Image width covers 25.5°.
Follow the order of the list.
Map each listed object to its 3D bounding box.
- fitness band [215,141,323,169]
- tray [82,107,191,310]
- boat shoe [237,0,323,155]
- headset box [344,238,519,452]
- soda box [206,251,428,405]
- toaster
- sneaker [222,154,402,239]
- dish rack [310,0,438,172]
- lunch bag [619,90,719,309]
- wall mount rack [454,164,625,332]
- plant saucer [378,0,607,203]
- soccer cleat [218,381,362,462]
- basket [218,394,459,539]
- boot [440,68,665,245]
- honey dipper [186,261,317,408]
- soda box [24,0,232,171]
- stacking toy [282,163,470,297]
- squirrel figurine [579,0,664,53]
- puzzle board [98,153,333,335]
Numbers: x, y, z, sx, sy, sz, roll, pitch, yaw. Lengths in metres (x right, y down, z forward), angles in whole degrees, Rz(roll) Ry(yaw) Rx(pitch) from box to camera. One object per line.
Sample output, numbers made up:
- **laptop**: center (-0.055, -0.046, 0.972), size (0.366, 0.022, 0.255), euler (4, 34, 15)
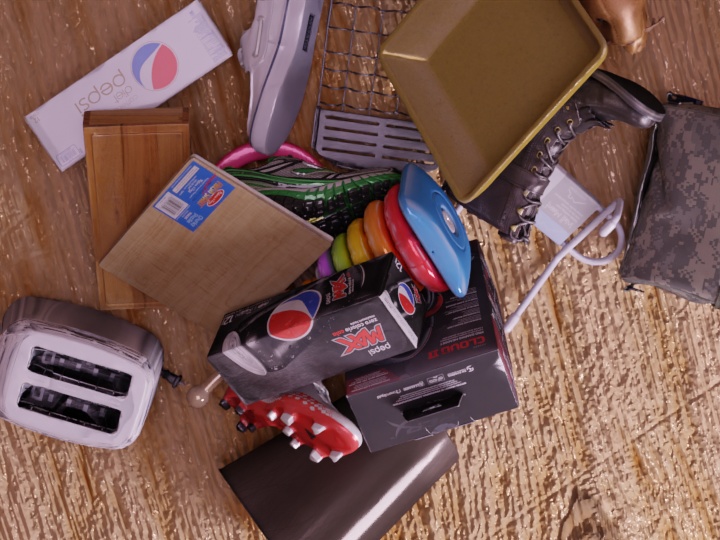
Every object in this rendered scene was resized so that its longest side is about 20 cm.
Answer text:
- **fitness band**: center (-0.087, -0.028, 1.568), size (0.142, 0.037, 0.203), euler (-10, 100, -4)
- **tray**: center (-0.207, -0.056, 1.511), size (0.097, 0.037, 0.202), euler (-2, 124, -5)
- **boat shoe**: center (-0.084, -0.212, 1.529), size (0.065, 0.074, 0.203), euler (13, 83, 17)
- **headset box**: center (0.062, 0.074, 1.488), size (0.147, 0.201, 0.076), euler (-18, 124, 10)
- **soda box**: center (-0.040, 0.055, 1.451), size (0.198, 0.064, 0.071), euler (-21, 121, 29)
- **toaster**: center (-0.267, 0.103, 1.522), size (0.198, 0.129, 0.115), euler (18, 97, -8)
- **sneaker**: center (-0.047, -0.080, 1.512), size (0.198, 0.078, 0.086), euler (-6, 54, -22)
- **dish rack**: center (0.029, -0.193, 1.547), size (0.151, 0.055, 0.203), euler (7, 97, -5)
- **lunch bag**: center (0.350, -0.061, 1.553), size (0.166, 0.139, 0.203), euler (14, 94, 9)
- **wall mount rack**: center (0.158, -0.044, 1.573), size (0.199, 0.075, 0.174), euler (39, 123, -8)
- **plant saucer**: center (0.126, -0.193, 1.434), size (0.048, 0.201, 0.200), euler (9, 133, -44)
- **soccer cleat**: center (-0.056, 0.124, 1.512), size (0.085, 0.199, 0.069), euler (-47, 119, -23)
- **basket**: center (-0.013, 0.200, 1.552), size (0.199, 0.180, 0.137), euler (-36, 133, -7)
- **boot**: center (0.173, -0.106, 1.453), size (0.069, 0.199, 0.176), euler (9, 104, -47)
- **honey dipper**: center (-0.094, 0.061, 1.545), size (0.038, 0.038, 0.200), euler (44, 91, -9)
- **soda box**: center (-0.220, -0.177, 1.519), size (0.199, 0.068, 0.064), euler (-34, 99, 0)
- **stacking toy**: center (0.000, 0.000, 1.487), size (0.199, 0.110, 0.117), euler (-29, 108, 17)
- **squirrel figurine**: center (0.209, -0.288, 1.483), size (0.140, 0.187, 0.203), euler (-13, 99, -3)
- **puzzle board**: center (-0.136, -0.019, 1.468), size (0.150, 0.018, 0.200), euler (32, 137, -16)
